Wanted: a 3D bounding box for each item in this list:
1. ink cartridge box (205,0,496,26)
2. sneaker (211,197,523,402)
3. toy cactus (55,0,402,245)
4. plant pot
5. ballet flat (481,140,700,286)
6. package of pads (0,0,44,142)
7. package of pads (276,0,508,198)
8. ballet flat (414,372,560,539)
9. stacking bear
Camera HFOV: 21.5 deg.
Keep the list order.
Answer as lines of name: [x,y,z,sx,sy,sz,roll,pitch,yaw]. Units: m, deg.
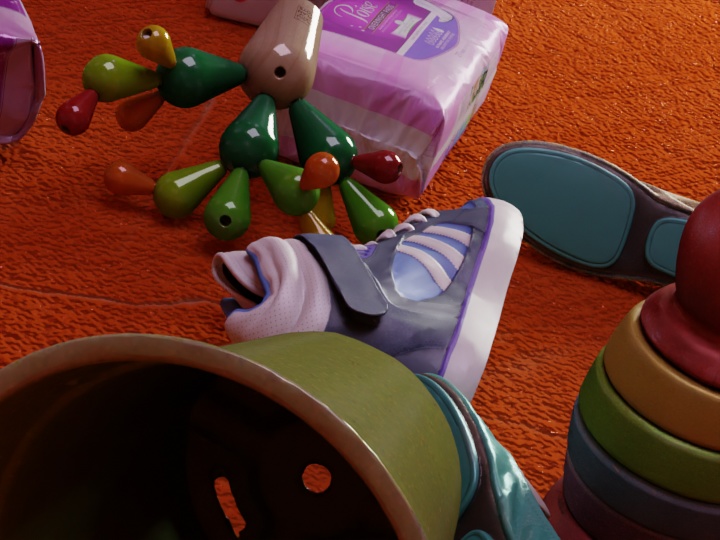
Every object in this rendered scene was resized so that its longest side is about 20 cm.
ink cartridge box: [0.002,-0.238,1.340,0.199,0.146,0.084,13,29,-9]
sneaker: [0.000,0.000,0.984,0.146,0.081,0.200,22,34,-1]
toy cactus: [-0.059,-0.093,1.068,0.199,0.102,0.166,21,55,-4]
plant pot: [-0.041,0.103,0.702,0.199,0.201,0.190,23,15,11]
ballet flat: [0.168,-0.025,1.154,0.199,0.071,0.071,20,28,5]
package of pads: [-0.260,-0.151,1.096,0.120,0.076,0.200,2,32,-24]
package of pads: [0.015,-0.123,1.219,0.120,0.076,0.200,22,28,6]
ballet flat: [0.059,0.124,0.833,0.070,0.067,0.200,30,19,-32]
stacking bear: [0.160,0.053,0.854,0.113,0.201,0.121,25,29,15]
